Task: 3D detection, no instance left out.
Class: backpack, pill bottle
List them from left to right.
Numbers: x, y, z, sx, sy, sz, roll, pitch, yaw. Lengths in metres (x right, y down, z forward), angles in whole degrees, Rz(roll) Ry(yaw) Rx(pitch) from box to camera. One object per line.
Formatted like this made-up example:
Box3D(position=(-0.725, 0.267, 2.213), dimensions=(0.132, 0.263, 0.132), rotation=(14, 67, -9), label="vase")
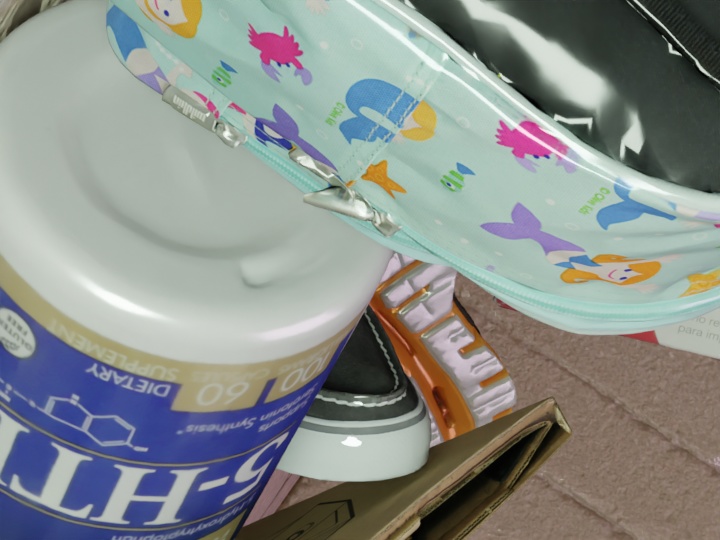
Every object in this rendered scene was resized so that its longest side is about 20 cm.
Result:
Box3D(position=(-0.076, 0.029, 0.658), dimensions=(0.120, 0.119, 0.200), rotation=(-52, 173, -43), label="pill bottle")
Box3D(position=(0.044, -0.086, 0.538), dimensions=(0.178, 0.199, 0.151), rotation=(-55, 175, -28), label="backpack")

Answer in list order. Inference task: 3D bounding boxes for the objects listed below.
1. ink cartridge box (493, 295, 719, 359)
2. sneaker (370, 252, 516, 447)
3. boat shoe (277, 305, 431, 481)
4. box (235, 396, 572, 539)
Box3D(position=(0.147, -0.073, 0.958), dimensions=(0.083, 0.146, 0.201), rotation=(-67, 169, -64), label="ink cartridge box")
Box3D(position=(0.000, 0.000, 0.894), dimensions=(0.078, 0.077, 0.201), rotation=(-29, 136, -10), label="sneaker")
Box3D(position=(-0.034, 0.003, 0.772), dimensions=(0.200, 0.069, 0.067), rotation=(-134, -136, -58), label="boat shoe")
Box3D(position=(-0.044, 0.110, 0.736), dimensions=(0.199, 0.021, 0.163), rotation=(-29, -176, 40), label="box")
